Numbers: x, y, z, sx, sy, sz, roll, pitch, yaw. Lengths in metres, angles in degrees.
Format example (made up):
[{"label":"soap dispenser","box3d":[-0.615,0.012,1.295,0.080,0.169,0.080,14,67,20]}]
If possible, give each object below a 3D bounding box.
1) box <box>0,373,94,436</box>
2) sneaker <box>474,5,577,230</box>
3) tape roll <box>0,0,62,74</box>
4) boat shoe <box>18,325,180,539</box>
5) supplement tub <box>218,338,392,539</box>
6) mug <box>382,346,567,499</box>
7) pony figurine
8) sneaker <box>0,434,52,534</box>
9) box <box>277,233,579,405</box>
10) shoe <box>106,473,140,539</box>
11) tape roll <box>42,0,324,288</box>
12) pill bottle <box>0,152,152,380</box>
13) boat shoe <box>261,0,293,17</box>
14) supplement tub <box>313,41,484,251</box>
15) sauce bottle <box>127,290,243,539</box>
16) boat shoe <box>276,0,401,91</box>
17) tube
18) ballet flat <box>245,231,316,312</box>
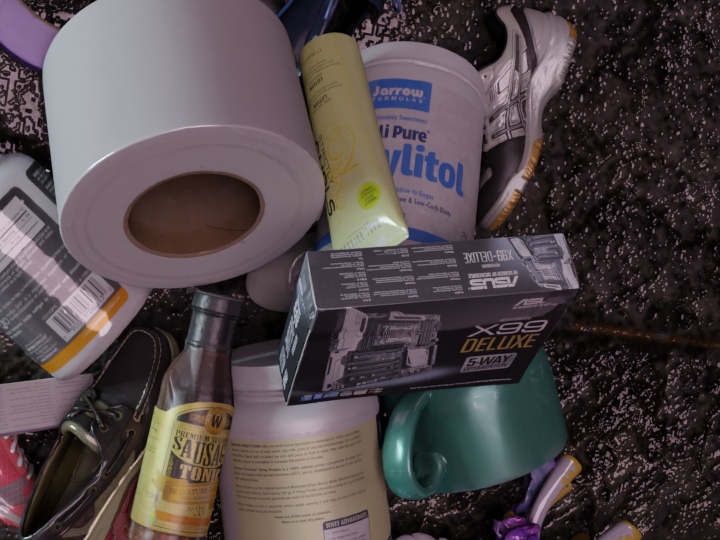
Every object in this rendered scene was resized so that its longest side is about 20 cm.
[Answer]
[{"label":"box","box3d":[-0.294,0.112,1.014,0.199,0.038,0.042,-4,80,-52]},{"label":"sneaker","box3d":[0.122,-0.138,1.156,0.086,0.076,0.203,19,83,-7]},{"label":"tape roll","box3d":[-0.222,-0.254,1.036,0.196,0.085,0.204,-1,95,-15]},{"label":"boat shoe","box3d":[-0.208,0.135,1.031,0.066,0.071,0.203,38,74,-57]},{"label":"supplement tub","box3d":[-0.050,0.166,1.093,0.143,0.145,0.204,-8,98,-14]},{"label":"mug","box3d":[0.093,0.111,1.107,0.150,0.185,0.116,-14,99,8]},{"label":"pony figurine","box3d":[0.144,0.266,1.168,0.193,0.166,0.201,47,67,-22]},{"label":"sneaker","box3d":[-0.306,0.143,1.057,0.199,0.074,0.087,37,84,-16]},{"label":"box","box3d":[0.046,0.038,0.970,0.196,0.158,0.050,-4,61,-15]},{"label":"shoe","box3d":[-0.178,0.208,1.089,0.071,0.091,0.203,20,90,-16]},{"label":"tape roll","box3d":[-0.135,-0.098,0.982,0.199,0.204,0.141,-5,58,-15]},{"label":"pill bottle","box3d":[-0.270,-0.019,1.029,0.200,0.116,0.117,45,83,-14]},{"label":"boat shoe","box3d":[-0.094,-0.217,1.088,0.067,0.057,0.201,42,84,-15]},{"label":"supplement tub","box3d":[0.033,-0.069,1.064,0.130,0.132,0.203,14,65,-16]},{"label":"sauce bottle","box3d":[-0.133,0.118,1.015,0.065,0.066,0.204,11,91,-16]},{"label":"boat shoe","box3d":[-0.004,-0.229,1.095,0.202,0.068,0.084,-57,149,-4]},{"label":"tube","box3d":[-0.007,-0.090,0.985,0.051,0.058,0.203,-8,60,-6]},{"label":"ballet flat","box3d":[0.000,0.000,1.132,0.196,0.069,0.071,-5,97,-15]}]
